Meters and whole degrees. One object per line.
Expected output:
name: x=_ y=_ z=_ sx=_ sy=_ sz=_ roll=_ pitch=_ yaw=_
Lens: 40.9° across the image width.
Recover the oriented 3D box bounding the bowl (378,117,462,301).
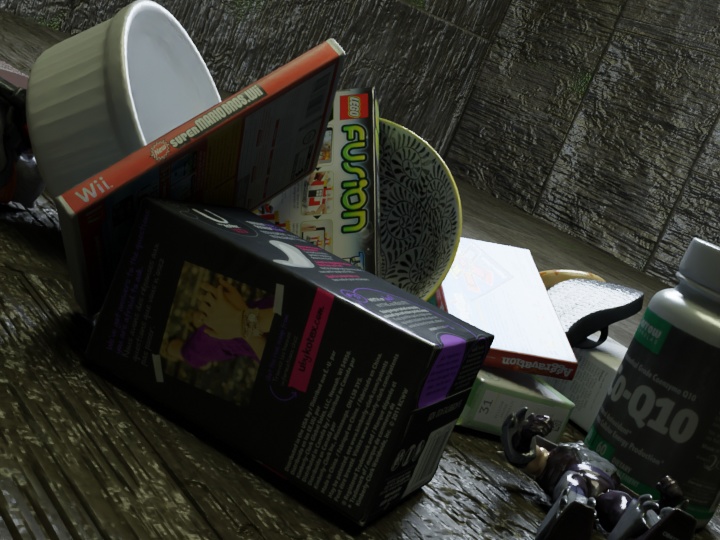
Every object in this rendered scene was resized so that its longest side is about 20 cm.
bowl: x=-0.016 y=-0.017 z=0.780 sx=0.199 sy=0.202 sz=0.094 roll=26 pitch=-20 yaw=19

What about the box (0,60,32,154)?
box: x=-0.380 y=-0.171 z=1.013 sx=0.199 sy=0.076 sz=0.100 roll=33 pitch=14 yaw=34

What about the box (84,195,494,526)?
box: x=-0.040 y=0.045 z=0.574 sx=0.199 sy=0.107 sz=0.122 roll=27 pitch=10 yaw=21

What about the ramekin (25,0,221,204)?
ramekin: x=-0.183 y=-0.107 z=0.788 sx=0.097 sy=0.203 sz=0.200 roll=-15 pitch=3 yaw=14

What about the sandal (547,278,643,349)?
sandal: x=0.191 y=0.050 z=0.891 sx=0.199 sy=0.043 sz=0.076 roll=-19 pitch=29 yaw=-42

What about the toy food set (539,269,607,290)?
toy food set: x=0.181 y=0.033 z=1.084 sx=0.196 sy=0.049 sz=0.200 roll=6 pitch=-9 yaw=17

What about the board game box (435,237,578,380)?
board game box: x=0.115 y=0.025 z=0.832 sx=0.102 sy=0.020 sz=0.201 roll=11 pitch=26 yaw=-8

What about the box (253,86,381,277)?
box: x=-0.039 y=-0.042 z=0.724 sx=0.109 sy=0.202 sz=0.035 roll=-3 pitch=-27 yaw=7

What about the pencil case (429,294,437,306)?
pencil case: x=0.000 y=0.000 z=0.899 sx=0.199 sy=0.089 sz=0.088 roll=27 pitch=9 yaw=-19

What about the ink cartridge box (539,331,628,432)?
ink cartridge box: x=0.239 y=0.113 z=0.926 sx=0.115 sy=0.068 sz=0.200 roll=14 pitch=13 yaw=-34

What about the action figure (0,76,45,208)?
action figure: x=-0.350 y=-0.106 z=0.796 sx=0.192 sy=0.106 sz=0.200 roll=26 pitch=-18 yaw=-22

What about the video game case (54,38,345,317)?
video game case: x=-0.099 y=-0.057 z=0.618 sx=0.017 sy=0.199 sz=0.143 roll=48 pitch=-25 yaw=12

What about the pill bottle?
pill bottle: x=0.260 y=0.085 z=0.750 sx=0.112 sy=0.202 sz=0.113 roll=21 pitch=10 yaw=-4

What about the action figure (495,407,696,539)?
action figure: x=0.148 y=0.141 z=0.610 sx=0.129 sy=0.070 sz=0.200 roll=19 pitch=7 yaw=4

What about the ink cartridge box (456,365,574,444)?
ink cartridge box: x=0.055 y=0.077 z=0.784 sx=0.199 sy=0.048 sz=0.145 roll=19 pitch=11 yaw=-31
